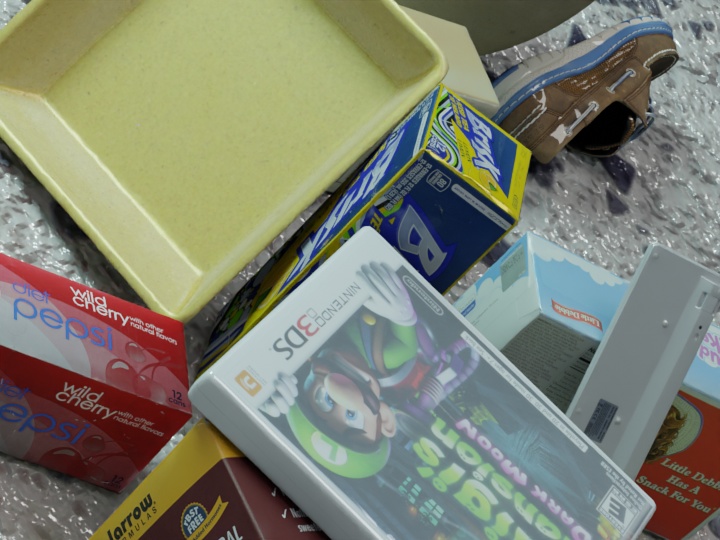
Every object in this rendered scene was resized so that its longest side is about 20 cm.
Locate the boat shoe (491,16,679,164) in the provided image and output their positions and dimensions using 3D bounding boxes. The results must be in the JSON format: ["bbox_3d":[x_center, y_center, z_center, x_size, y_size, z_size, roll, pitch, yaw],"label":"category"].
[{"bbox_3d":[0.158,-0.114,1.792,0.200,0.072,0.073,-24,77,-45],"label":"boat shoe"}]

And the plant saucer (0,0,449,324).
[{"bbox_3d":[-0.080,-0.098,1.406,0.200,0.200,0.048,47,1,21],"label":"plant saucer"}]

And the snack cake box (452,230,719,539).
[{"bbox_3d":[0.141,0.070,1.518,0.200,0.115,0.067,26,37,-27],"label":"snack cake box"}]

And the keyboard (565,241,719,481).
[{"bbox_3d":[0.136,0.084,1.450,0.056,0.201,0.011,25,2,-22],"label":"keyboard"}]

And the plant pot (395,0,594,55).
[{"bbox_3d":[0.053,-0.213,1.719,0.200,0.134,0.201,28,37,-23],"label":"plant pot"}]

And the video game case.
[{"bbox_3d":[0.035,0.084,1.225,0.200,0.023,0.182,44,33,1],"label":"video game case"}]

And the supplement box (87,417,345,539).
[{"bbox_3d":[0.001,0.185,1.221,0.197,0.133,0.200,3,51,-45],"label":"supplement box"}]

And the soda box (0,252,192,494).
[{"bbox_3d":[-0.180,0.034,1.250,0.199,0.070,0.064,23,37,-30],"label":"soda box"}]

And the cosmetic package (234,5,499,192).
[{"bbox_3d":[-0.030,-0.109,1.544,0.199,0.105,0.071,15,43,-40],"label":"cosmetic package"}]

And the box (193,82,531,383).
[{"bbox_3d":[0.000,0.000,1.363,0.064,0.200,0.070,35,33,-14],"label":"box"}]
